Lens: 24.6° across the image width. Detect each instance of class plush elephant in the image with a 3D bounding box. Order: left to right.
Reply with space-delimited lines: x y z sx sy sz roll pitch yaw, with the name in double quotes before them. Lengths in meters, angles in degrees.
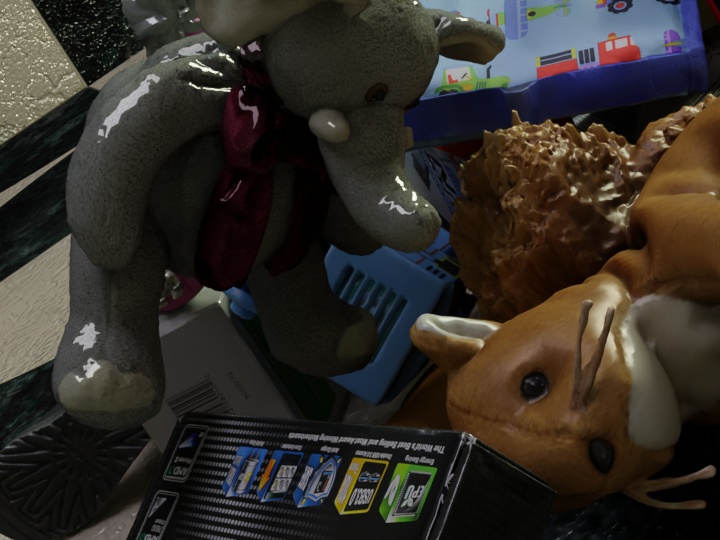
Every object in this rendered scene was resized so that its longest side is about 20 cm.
"plush elephant" -0.024 -0.052 0.632 0.154 0.202 0.164 -18 -13 41

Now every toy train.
"toy train" 0.000 0.000 0.836 0.087 0.114 0.200 -58 -6 11

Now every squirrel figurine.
"squirrel figurine" 0.107 0.013 0.605 0.186 0.142 0.200 -35 24 -7

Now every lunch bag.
"lunch bag" 0.081 -0.114 0.766 0.149 0.095 0.200 -8 25 13

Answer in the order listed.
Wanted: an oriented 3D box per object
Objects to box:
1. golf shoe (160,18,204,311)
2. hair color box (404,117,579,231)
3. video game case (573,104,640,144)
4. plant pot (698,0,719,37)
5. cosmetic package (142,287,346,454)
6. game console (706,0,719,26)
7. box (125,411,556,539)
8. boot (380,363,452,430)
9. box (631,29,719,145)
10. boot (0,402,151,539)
"golf shoe" -0.069 -0.054 0.816 0.091 0.075 0.200 -35 -15 -39
"hair color box" 0.074 -0.043 0.897 0.064 0.111 0.200 -33 16 -5
"video game case" 0.207 -0.111 1.003 0.199 0.019 0.143 -32 17 -2
"plant pot" 0.140 -0.183 0.957 0.199 0.143 0.200 -27 1 0
"cosmetic package" -0.062 0.031 0.942 0.084 0.108 0.200 -27 19 22
"game console" 0.233 -0.147 0.714 0.172 0.201 0.119 -1 -31 -45
"box" -0.040 0.147 0.563 0.199 0.047 0.194 -3 58 57
"boot" 0.028 0.086 0.721 0.200 0.071 0.144 -31 11 -5
"box" 0.181 -0.054 0.807 0.082 0.069 0.200 -26 19 24
"boot" -0.146 0.072 1.042 0.165 0.066 0.200 -39 10 21
